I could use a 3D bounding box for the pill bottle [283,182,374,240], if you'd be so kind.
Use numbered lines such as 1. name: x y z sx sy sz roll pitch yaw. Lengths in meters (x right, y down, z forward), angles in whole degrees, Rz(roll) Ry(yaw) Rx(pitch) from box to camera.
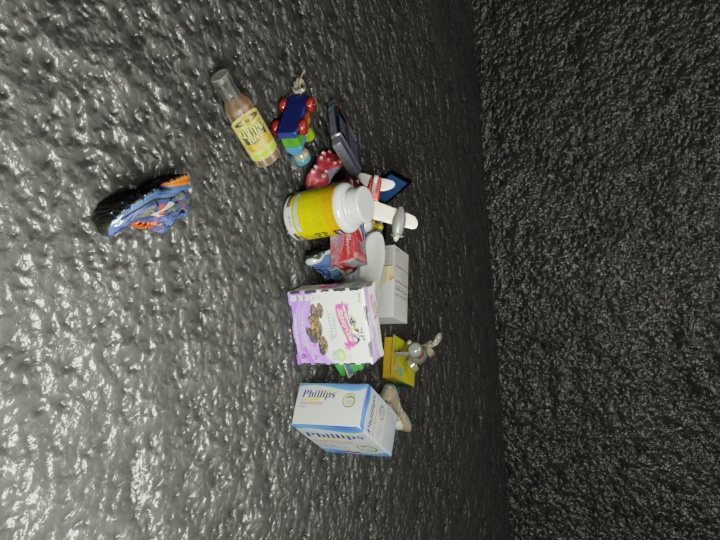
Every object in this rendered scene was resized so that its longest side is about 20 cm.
1. pill bottle: -0.070 -0.133 1.313 0.108 0.195 0.113 16 71 -56

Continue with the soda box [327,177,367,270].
1. soda box: -0.032 -0.109 1.388 0.063 0.068 0.206 25 57 -58

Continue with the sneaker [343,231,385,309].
1. sneaker: 0.000 0.000 1.454 0.072 0.114 0.207 0 100 -36

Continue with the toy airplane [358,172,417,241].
1. toy airplane: 0.021 -0.143 1.476 0.202 0.197 0.142 57 20 -15

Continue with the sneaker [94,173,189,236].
1. sneaker: -0.325 -0.091 0.910 0.200 0.073 0.081 -46 130 -56

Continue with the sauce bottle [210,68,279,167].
1. sauce bottle: -0.229 -0.298 1.159 0.202 0.063 0.066 59 36 -43

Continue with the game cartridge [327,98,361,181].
1. game cartridge: -0.041 -0.344 1.532 0.131 0.037 0.204 60 16 -45

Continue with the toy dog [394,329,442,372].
1. toy dog: 0.164 0.232 1.781 0.130 0.097 0.202 -33 157 -22

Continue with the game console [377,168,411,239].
1. game console: 0.075 -0.191 1.746 0.199 0.115 0.177 6 81 -64

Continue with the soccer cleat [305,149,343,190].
1. soccer cleat: -0.093 -0.240 1.467 0.201 0.065 0.078 -66 -179 -59

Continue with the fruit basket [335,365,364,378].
1. fruit basket: -0.037 0.147 1.455 0.185 0.091 0.206 -24 102 -82

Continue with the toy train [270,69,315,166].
1. toy train: -0.134 -0.353 1.363 0.117 0.082 0.205 69 28 -53

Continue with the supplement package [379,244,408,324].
1. supplement package: 0.064 0.044 1.683 0.119 0.118 0.207 28 62 -61

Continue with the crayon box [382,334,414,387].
1. crayon box: 0.118 0.286 1.849 0.200 0.049 0.131 40 50 -58

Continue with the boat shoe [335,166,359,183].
1. boat shoe: -0.030 -0.191 1.579 0.067 0.070 0.206 -22 100 -58

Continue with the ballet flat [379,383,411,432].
1. ballet flat: 0.099 0.437 1.789 0.067 0.067 0.204 -44 123 -35

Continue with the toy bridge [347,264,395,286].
1. toy bridge: 0.020 0.019 1.510 0.027 0.197 0.070 -5 95 -38

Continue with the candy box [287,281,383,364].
1. candy box: -0.056 0.119 1.317 0.071 0.194 0.173 -21 105 -63

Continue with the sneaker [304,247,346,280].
1. sneaker: -0.074 -0.016 1.439 0.199 0.074 0.080 -1 87 -66

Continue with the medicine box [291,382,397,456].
1. medicine box: -0.033 0.345 1.355 0.201 0.177 0.105 53 40 -49
